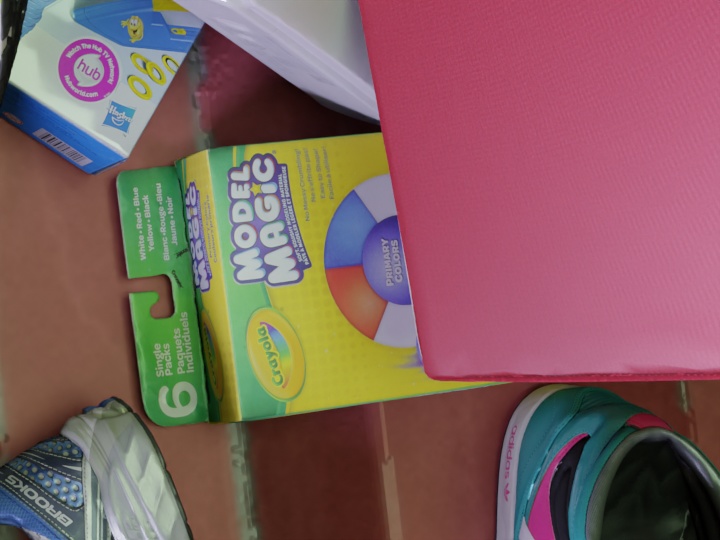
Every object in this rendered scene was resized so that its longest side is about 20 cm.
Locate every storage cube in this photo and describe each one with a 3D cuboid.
[{"bbox_3d":[0.126,-0.065,0.804,0.171,0.179,0.201,-23,105,-50],"label":"storage cube"}]

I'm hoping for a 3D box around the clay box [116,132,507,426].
[{"bbox_3d":[0.000,0.000,0.890,0.199,0.048,0.116,-7,89,-25],"label":"clay box"}]

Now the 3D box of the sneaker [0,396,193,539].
[{"bbox_3d":[-0.096,0.158,0.831,0.085,0.077,0.201,-22,87,-14],"label":"sneaker"}]

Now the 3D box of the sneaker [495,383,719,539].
[{"bbox_3d":[0.114,0.149,0.889,0.083,0.121,0.201,0,87,-23],"label":"sneaker"}]

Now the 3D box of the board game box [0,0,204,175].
[{"bbox_3d":[-0.136,-0.176,0.840,0.200,0.056,0.196,33,74,-18],"label":"board game box"}]

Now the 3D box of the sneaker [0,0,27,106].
[{"bbox_3d":[-0.175,-0.062,0.765,0.081,0.074,0.201,16,117,-11],"label":"sneaker"}]

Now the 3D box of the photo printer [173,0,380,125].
[{"bbox_3d":[0.004,-0.176,0.835,0.166,0.069,0.201,31,79,-60],"label":"photo printer"}]
